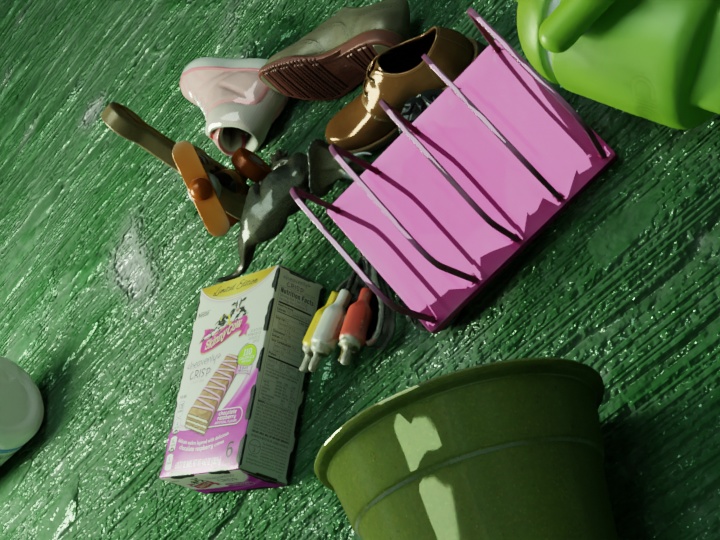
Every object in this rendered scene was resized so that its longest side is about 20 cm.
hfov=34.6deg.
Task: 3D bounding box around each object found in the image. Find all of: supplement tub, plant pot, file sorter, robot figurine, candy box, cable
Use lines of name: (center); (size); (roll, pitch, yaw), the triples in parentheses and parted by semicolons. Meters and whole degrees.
supplement tub: (-0.514, 0.209, 1.493); (0.200, 0.132, 0.132); (-38, 43, 30)
plant pot: (0.090, 0.185, 0.723); (0.200, 0.199, 0.191); (-37, 56, 32)
file sorter: (0.066, -0.075, 0.873); (0.200, 0.125, 0.139); (-44, 71, 10)
robot figurine: (0.197, -0.172, 0.820); (0.199, 0.175, 0.116); (28, 118, 34)
candy box: (-0.115, 0.106, 1.113); (0.136, 0.061, 0.201); (-17, 55, 46)
cable: (0.000, 0.000, 1.043); (0.097, 0.050, 0.201); (-13, 59, 50)

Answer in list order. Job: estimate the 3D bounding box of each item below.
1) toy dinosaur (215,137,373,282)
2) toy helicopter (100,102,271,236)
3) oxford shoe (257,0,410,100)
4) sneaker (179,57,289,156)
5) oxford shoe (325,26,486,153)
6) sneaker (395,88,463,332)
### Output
toy dinosaur: (-0.083, -0.069, 1.137); (0.200, 0.077, 0.102); (-38, 7, 1)
toy helicopter: (-0.186, -0.109, 1.219); (0.079, 0.200, 0.132); (-51, 20, 16)
oxford shoe: (-0.024, -0.231, 1.212); (0.199, 0.070, 0.075); (-6, 59, 38)
sneaker: (-0.163, -0.187, 1.346); (0.200, 0.075, 0.105); (8, 69, 49)
oxford shoe: (0.026, -0.176, 1.107); (0.200, 0.071, 0.072); (-32, 47, 39)
sneaker: (0.070, -0.047, 0.979); (0.074, 0.079, 0.201); (1, 81, 14)
